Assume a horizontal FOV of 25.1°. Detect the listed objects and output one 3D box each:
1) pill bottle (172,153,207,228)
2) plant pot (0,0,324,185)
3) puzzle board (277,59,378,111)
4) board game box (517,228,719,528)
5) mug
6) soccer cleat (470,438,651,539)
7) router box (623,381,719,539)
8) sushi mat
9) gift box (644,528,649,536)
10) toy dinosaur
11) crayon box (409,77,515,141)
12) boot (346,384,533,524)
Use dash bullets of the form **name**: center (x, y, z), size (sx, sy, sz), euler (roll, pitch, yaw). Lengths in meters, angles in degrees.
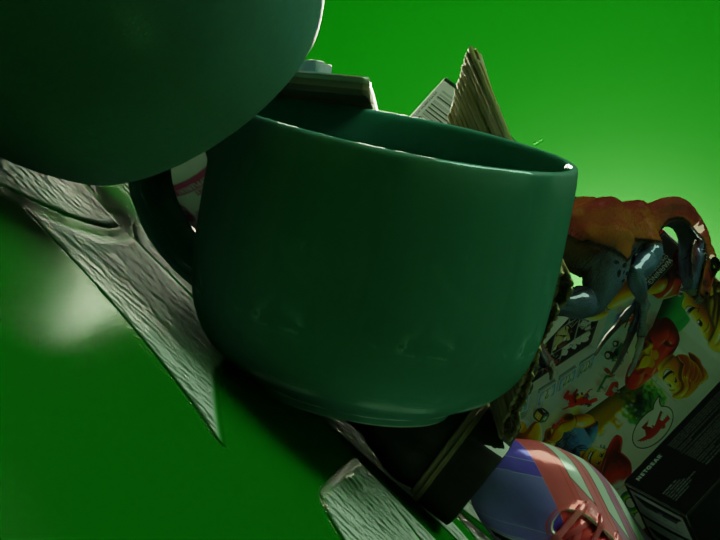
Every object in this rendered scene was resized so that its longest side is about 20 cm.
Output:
- **pill bottle**: center (-0.045, -0.049, 1.037), size (0.200, 0.113, 0.113), euler (41, 3, -35)
- **plant pot**: center (-0.105, -0.129, 0.597), size (0.161, 0.200, 0.201), euler (57, -6, -35)
- **puzzle board**: center (-0.092, -0.093, 0.769), size (0.199, 0.017, 0.151), euler (6, 1, 2)
- **board game box**: center (0.158, 0.083, 1.001), size (0.126, 0.200, 0.035), euler (43, 1, 12)
- **mug**: center (-0.002, -0.006, 0.690), size (0.151, 0.115, 0.185), euler (4, 12, -32)
- **soccer cleat**: center (0.138, 0.165, 0.883), size (0.200, 0.067, 0.076), euler (46, 0, -21)
- **router box**: center (0.261, 0.117, 0.956), size (0.052, 0.200, 0.158), euler (26, -28, 50)
- **sushi mat**: center (0.063, -0.018, 0.788), size (0.012, 0.096, 0.200), euler (7, 36, -16)
- **gift box**: center (0.194, 0.123, 1.108), size (0.200, 0.187, 0.185), euler (44, 2, 4)
- **toy dinosaur**: center (0.148, -0.009, 0.903), size (0.105, 0.181, 0.200), euler (54, -30, 14)
- **crayon box**: center (0.061, -0.023, 1.297), size (0.172, 0.200, 0.058), euler (41, 2, -40)
- **boot**: center (0.014, 0.048, 0.833), size (0.138, 0.078, 0.200), euler (38, 1, 2)
